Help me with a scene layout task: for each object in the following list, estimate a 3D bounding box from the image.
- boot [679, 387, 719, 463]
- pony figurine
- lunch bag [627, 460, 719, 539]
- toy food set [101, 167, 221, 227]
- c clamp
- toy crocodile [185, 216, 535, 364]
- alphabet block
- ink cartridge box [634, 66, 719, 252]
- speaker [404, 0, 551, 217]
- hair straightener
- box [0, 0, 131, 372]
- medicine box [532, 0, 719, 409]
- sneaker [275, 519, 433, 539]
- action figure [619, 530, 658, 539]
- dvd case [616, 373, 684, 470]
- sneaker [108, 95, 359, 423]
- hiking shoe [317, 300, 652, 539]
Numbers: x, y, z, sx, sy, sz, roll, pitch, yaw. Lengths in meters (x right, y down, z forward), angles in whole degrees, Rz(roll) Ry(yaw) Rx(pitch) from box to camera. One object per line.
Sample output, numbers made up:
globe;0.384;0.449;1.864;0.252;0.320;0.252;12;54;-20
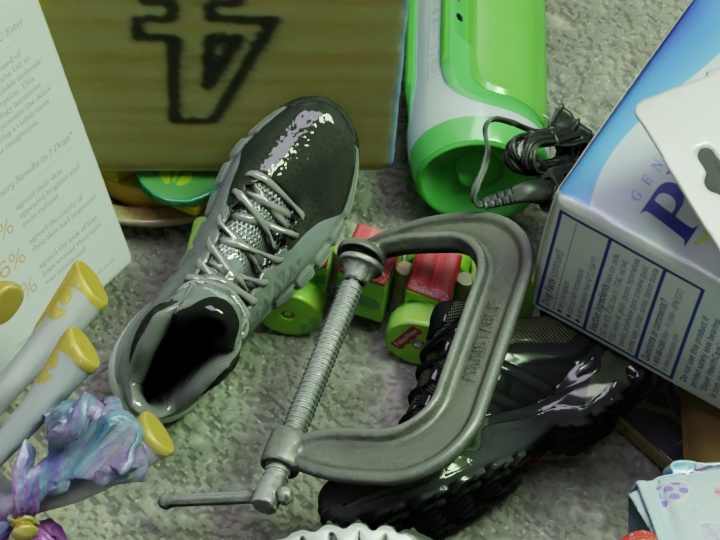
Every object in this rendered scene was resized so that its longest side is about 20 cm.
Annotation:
boot;0.249;0.051;1.270;0.174;0.066;0.201;-6;54;-1
pony figurine;-0.192;0.109;1.136;0.200;0.166;0.193;-36;54;11
lunch bag;0.218;0.184;1.119;0.169;0.127;0.201;-2;69;-6
toy food set;-0.119;-0.108;1.396;0.197;0.049;0.200;23;54;14
c clamp;0.000;0.044;1.220;0.170;0.027;0.200;3;52;35
toy crocodile;0.000;0.000;1.311;0.199;0.062;0.068;12;52;6
alphabet block;-0.078;-0.184;1.304;0.199;0.197;0.196;1;51;-3
ink cartridge box;0.235;-0.050;1.135;0.199;0.068;0.117;-18;61;-17
speaker;0.070;-0.128;1.400;0.088;0.089;0.201;3;52;-1
hair straightener;0.119;-0.057;1.319;0.200;0.041;0.077;-8;48;-48
box;-0.230;-0.049;1.235;0.106;0.201;0.152;19;50;37
medicine box;0.220;-0.025;1.219;0.199;0.103;0.182;30;60;13
sneaker;-0.048;0.180;1.170;0.199;0.067;0.091;-6;56;-3
action figure;0.115;0.215;1.024;0.098;0.065;0.201;-9;74;6
dvd case;0.223;0.071;1.298;0.148;0.016;0.200;-35;61;-25
sneaker;-0.060;0.000;1.227;0.075;0.115;0.200;32;91;-7
hiking shoe;0.052;0.071;1.243;0.199;0.076;0.101;-26;65;-21
